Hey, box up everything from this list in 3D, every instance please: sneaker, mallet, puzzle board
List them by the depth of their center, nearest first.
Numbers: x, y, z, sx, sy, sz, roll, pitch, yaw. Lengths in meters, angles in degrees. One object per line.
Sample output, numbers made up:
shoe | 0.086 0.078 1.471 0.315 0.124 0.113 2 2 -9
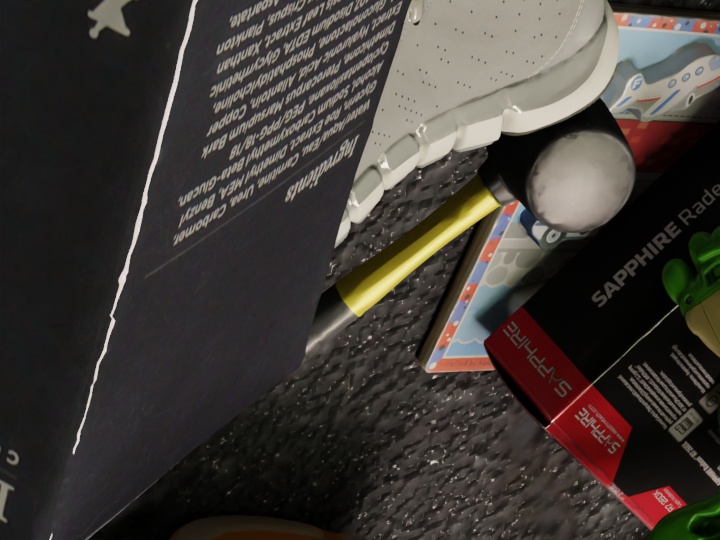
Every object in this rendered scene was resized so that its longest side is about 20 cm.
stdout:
sneaker | -0.006 -0.078 0.740 0.199 0.075 0.116 -30 136 -31
mallet | 0.000 0.000 0.840 0.199 0.066 0.041 -34 121 14
puzzle board | 0.127 -0.024 0.935 0.199 0.017 0.152 0 125 -39

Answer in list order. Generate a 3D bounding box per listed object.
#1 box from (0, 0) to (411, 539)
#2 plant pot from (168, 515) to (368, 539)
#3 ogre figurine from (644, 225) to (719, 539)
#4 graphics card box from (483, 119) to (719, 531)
box | -0.095 -0.079 0.533 0.117 0.196 0.201 -40 153 -54
plant pot | -0.032 0.193 0.880 0.199 0.200 0.185 5 107 -42
ogre figurine | 0.155 0.060 0.862 0.119 0.098 0.202 12 75 -50
graphics card box | 0.150 -0.001 0.924 0.200 0.051 0.125 -43 141 4
